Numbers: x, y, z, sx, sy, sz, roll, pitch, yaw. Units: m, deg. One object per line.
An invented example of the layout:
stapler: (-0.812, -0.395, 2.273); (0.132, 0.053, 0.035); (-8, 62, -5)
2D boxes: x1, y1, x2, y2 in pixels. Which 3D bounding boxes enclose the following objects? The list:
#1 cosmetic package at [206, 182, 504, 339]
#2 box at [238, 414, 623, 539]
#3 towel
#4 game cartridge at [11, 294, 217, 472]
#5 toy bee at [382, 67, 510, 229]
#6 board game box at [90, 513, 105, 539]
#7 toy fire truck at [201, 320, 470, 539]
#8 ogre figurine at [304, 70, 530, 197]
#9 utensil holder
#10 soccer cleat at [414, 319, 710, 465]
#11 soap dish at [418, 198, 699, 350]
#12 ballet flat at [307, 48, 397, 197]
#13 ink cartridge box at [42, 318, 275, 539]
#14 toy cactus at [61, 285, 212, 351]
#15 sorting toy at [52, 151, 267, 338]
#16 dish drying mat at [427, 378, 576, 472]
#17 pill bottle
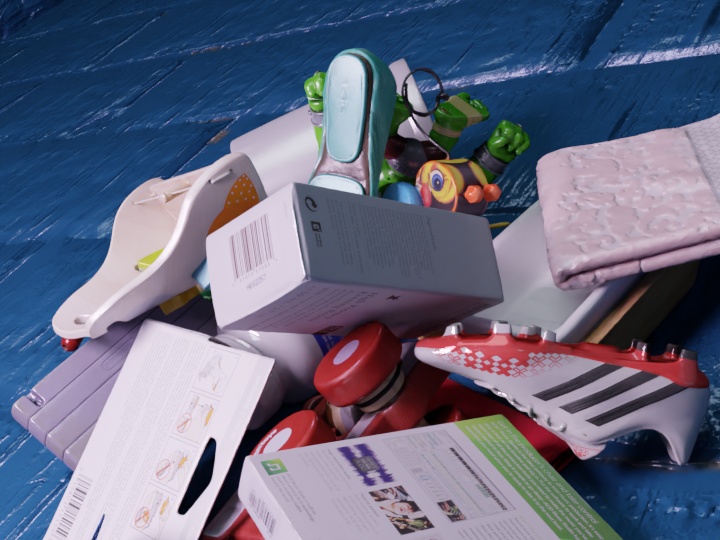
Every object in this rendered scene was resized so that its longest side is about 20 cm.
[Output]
cosmetic package: (0.000, 0.000, 0.787); (0.200, 0.074, 0.102); (8, -25, -42)
box: (0.045, 0.153, 0.670); (0.199, 0.036, 0.144); (-5, 32, -30)
towel: (0.235, -0.064, 0.869); (0.190, 0.032, 0.200); (-15, 27, 13)
game cartridge: (-0.190, 0.102, 0.987); (0.200, 0.130, 0.038); (-44, -9, -35)
toy bee: (0.064, -0.049, 0.915); (0.131, 0.200, 0.109); (-29, 30, -22)
board game box: (-0.223, 0.244, 0.716); (0.039, 0.158, 0.200); (23, 30, -6)
toy fire truck: (-0.022, 0.130, 0.810); (0.200, 0.112, 0.168); (-51, 19, -27)
ogre figurine: (0.038, -0.104, 1.005); (0.199, 0.120, 0.098); (2, 37, -26)
utensil holder: (-0.014, -0.103, 1.155); (0.199, 0.170, 0.170); (-22, 27, 5)
soccer cleat: (0.133, 0.082, 0.748); (0.199, 0.085, 0.069); (7, 1, 5)
soap dish: (0.165, 0.020, 0.892); (0.157, 0.081, 0.200); (11, 42, 47)
ballet flat: (-0.004, -0.084, 0.931); (0.067, 0.201, 0.070); (17, 13, 31)
ink cartridge box: (-0.145, 0.146, 0.844); (0.173, 0.044, 0.200); (11, 73, 44)
toy cactus: (-0.201, 0.033, 1.150); (0.200, 0.102, 0.165); (-17, 17, 30)
sorting toy: (-0.180, -0.003, 0.957); (0.180, 0.107, 0.200); (-40, 17, -25)
dish drying mat: (0.073, 0.122, 0.850); (0.077, 0.018, 0.200); (-36, 30, -22)
pill bottle: (-0.056, 0.045, 0.981); (0.112, 0.112, 0.200); (4, 37, 41)
